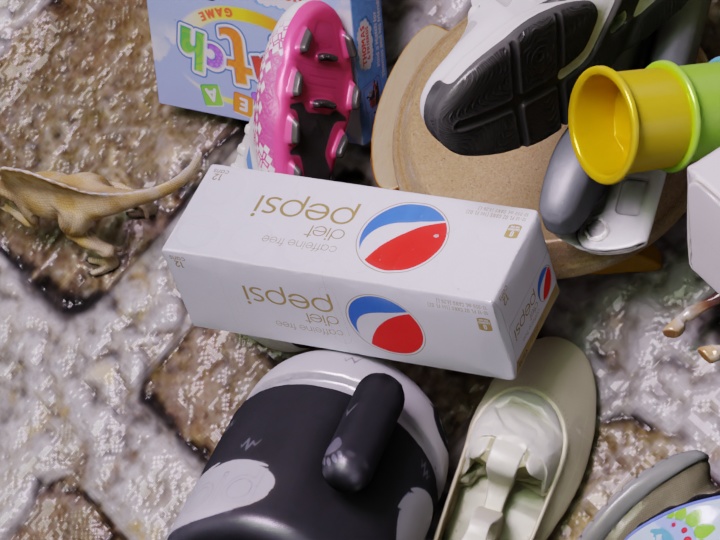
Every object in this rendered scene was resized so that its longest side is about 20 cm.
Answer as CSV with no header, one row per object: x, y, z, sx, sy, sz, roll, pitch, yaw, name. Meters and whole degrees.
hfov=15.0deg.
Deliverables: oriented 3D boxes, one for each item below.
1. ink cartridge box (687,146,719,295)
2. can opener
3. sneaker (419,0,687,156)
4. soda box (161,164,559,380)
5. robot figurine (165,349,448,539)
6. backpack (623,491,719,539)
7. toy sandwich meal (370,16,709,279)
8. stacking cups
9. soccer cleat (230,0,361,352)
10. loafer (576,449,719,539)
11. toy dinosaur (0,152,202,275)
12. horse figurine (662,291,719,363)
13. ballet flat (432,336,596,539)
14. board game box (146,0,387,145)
0.280,-0.033,1.365,0.199,0.085,0.146,-32,55,-17,ink cartridge box
0.147,-0.098,1.454,0.052,0.067,0.201,9,61,21,can opener
0.077,-0.138,1.426,0.115,0.076,0.200,29,53,33,sneaker
0.000,0.000,1.453,0.199,0.064,0.068,9,50,27,soda box
-0.027,0.133,1.446,0.149,0.125,0.200,-12,33,34,robot figurine
0.218,0.171,1.271,0.198,0.183,0.148,-9,60,-7,backpack
0.104,-0.069,1.526,0.204,0.070,0.206,-7,61,12,toy sandwich meal
0.204,-0.083,1.419,0.060,0.199,0.061,18,111,57,stacking cups
-0.051,-0.054,1.560,0.086,0.070,0.202,8,99,38,soccer cleat
0.128,0.181,1.413,0.070,0.075,0.201,38,96,15,loafer
-0.166,-0.040,1.624,0.199,0.101,0.059,8,73,29,toy dinosaur
0.249,0.024,1.416,0.132,0.050,0.200,-42,52,-8,horse figurine
0.074,0.125,1.456,0.069,0.069,0.201,15,78,30,ballet flat
-0.060,-0.181,1.589,0.150,0.201,0.037,13,34,30,board game box
